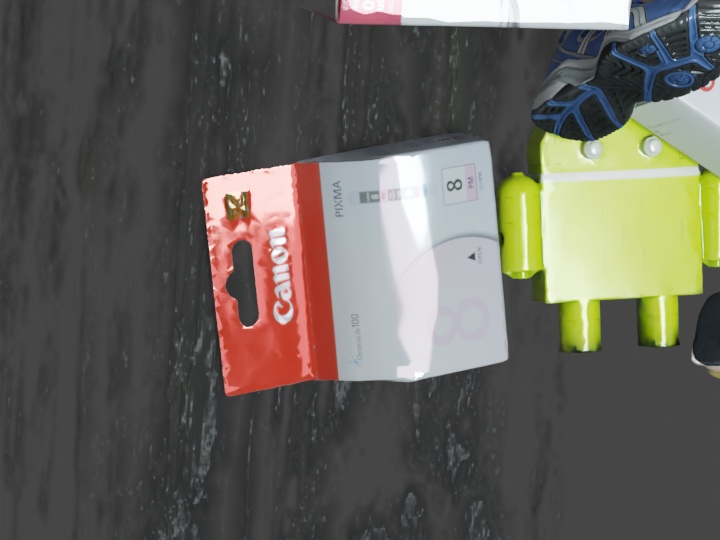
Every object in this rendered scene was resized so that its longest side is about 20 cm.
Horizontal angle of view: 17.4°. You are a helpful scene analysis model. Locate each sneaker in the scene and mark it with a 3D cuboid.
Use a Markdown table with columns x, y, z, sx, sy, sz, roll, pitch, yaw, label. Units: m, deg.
| x | y | z | sx | sy | sz | roll | pitch | yaw | label |
| --- | --- | --- | --- | --- | --- | --- | --- | --- | --- |
| 0.184 | -0.154 | 1.578 | 0.076 | 0.200 | 0.077 | 24 | 63 | -29 | sneaker |

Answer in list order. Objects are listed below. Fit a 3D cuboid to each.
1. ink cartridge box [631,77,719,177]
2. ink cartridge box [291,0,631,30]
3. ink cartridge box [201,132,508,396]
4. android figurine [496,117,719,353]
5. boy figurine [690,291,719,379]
| x | y | z | sx | sy | sz | roll | pitch | yaw | label |
| --- | --- | --- | --- | --- | --- | --- | --- | --- | --- |
| 0.309 | -0.125 | 1.664 | 0.200 | 0.086 | 0.147 | 32 | 78 | -15 | ink cartridge box |
| 0.065 | -0.206 | 1.551 | 0.200 | 0.146 | 0.085 | -2 | 102 | -13 | ink cartridge box |
| 0.000 | 0.000 | 1.635 | 0.200 | 0.057 | 0.163 | -12 | 105 | -24 | ink cartridge box |
| 0.184 | -0.042 | 1.687 | 0.182 | 0.041 | 0.200 | -1 | 94 | -15 | android figurine |
| 0.305 | 0.078 | 1.738 | 0.200 | 0.124 | 0.065 | 45 | 62 | -55 | boy figurine |
